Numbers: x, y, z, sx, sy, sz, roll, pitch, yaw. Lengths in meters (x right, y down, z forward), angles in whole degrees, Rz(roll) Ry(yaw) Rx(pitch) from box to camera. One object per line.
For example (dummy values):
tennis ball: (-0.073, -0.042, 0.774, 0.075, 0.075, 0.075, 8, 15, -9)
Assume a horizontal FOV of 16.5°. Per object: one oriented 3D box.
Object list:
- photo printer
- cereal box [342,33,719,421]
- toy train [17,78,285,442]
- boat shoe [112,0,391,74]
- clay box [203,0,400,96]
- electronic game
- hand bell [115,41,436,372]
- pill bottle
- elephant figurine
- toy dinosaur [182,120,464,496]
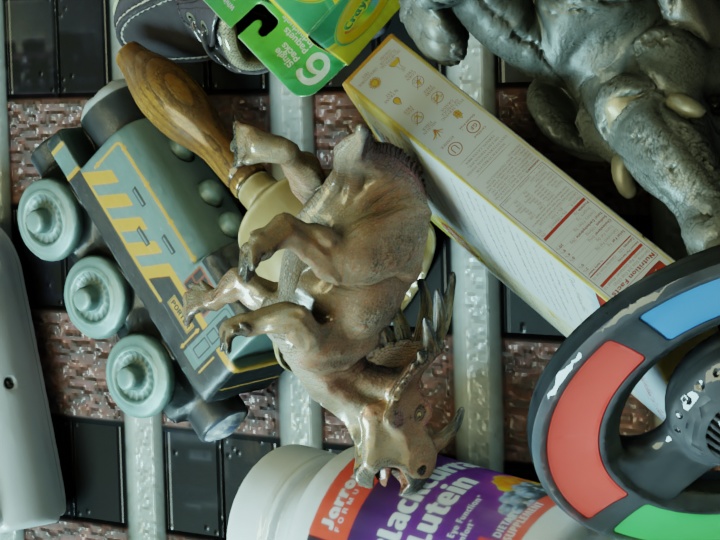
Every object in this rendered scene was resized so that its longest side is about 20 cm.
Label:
photo printer: (-0.264, 0.068, 1.506, 0.166, 0.069, 0.201, -17, 82, 41)
cereal box: (0.087, -0.012, 1.147, 0.040, 0.144, 0.200, -45, 60, -7)
toy train: (-0.106, -0.008, 1.351, 0.114, 0.085, 0.201, -43, 69, 32)
boat shoe: (-0.058, -0.136, 1.294, 0.199, 0.072, 0.065, -8, 55, 37)
clay box: (-0.001, -0.193, 1.212, 0.200, 0.048, 0.115, -48, 59, 6)
electronic game: (0.168, 0.054, 1.048, 0.200, 0.199, 0.042, -48, 38, 34)
hand bell: (-0.064, -0.050, 1.289, 0.200, 0.104, 0.104, 45, 122, 26)
pill bottle: (0.032, 0.147, 1.225, 0.199, 0.111, 0.112, 12, 103, 40)
elephant figurine: (0.123, -0.094, 1.119, 0.200, 0.155, 0.142, 44, 160, 1)
toy dinosaur: (0.000, 0.000, 1.143, 0.086, 0.135, 0.201, -108, 28, -50)
